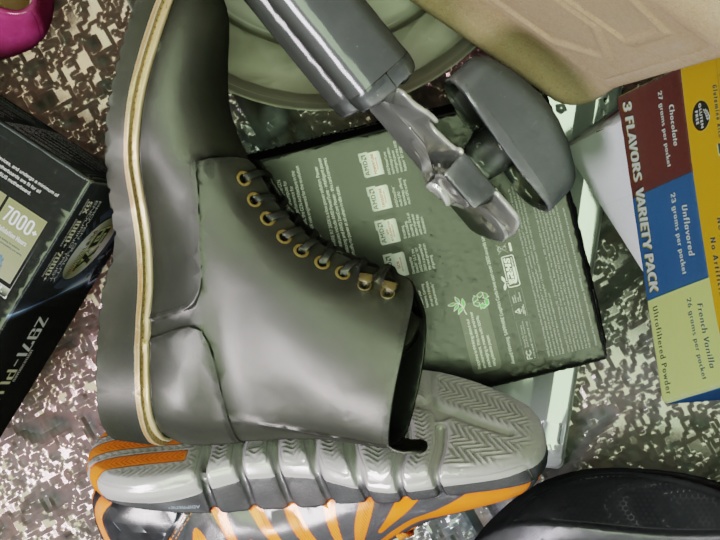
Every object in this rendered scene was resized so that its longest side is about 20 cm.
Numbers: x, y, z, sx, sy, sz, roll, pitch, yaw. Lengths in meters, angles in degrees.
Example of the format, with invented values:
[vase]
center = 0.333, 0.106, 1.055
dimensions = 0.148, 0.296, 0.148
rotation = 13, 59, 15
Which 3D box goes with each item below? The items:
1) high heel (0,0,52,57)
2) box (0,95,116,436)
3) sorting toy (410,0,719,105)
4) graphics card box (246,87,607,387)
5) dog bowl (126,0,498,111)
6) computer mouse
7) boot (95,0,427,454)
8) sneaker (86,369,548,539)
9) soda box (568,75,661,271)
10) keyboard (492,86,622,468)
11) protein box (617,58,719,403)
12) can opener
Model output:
[high heel]
center = -0.214, -0.165, 1.277
dimensions = 0.200, 0.096, 0.067
rotation = 35, 78, -9
[box]
center = -0.223, -0.020, 1.286
dimensions = 0.200, 0.086, 0.164
rotation = 32, 95, 12
[sorting toy]
center = 0.054, -0.138, 1.185
dimensions = 0.185, 0.200, 0.036
rotation = 34, 78, -9
[graphics card box]
center = 0.000, 0.000, 1.324
dimensions = 0.200, 0.051, 0.126
rotation = -14, 95, 6
[dog bowl]
center = -0.018, -0.171, 1.306
dimensions = 0.200, 0.059, 0.200
rotation = 0, 96, -1
[computer mouse]
center = 0.147, 0.126, 1.327
dimensions = 0.200, 0.139, 0.053
rotation = 4, 52, 8
[boot]
center = -0.031, -0.023, 1.245
dimensions = 0.138, 0.077, 0.200
rotation = 5, 100, 18
[sneaker]
center = -0.013, 0.110, 1.299
dimensions = 0.200, 0.078, 0.112
rotation = -4, 123, 12
[soda box]
center = 0.179, 0.005, 1.311
dimensions = 0.068, 0.064, 0.200
rotation = -36, 95, -30
[keyboard]
center = 0.079, -0.012, 1.349
dimensions = 0.056, 0.011, 0.200
rotation = 9, 96, 4
[protein box]
center = 0.246, -0.033, 1.203
dimensions = 0.198, 0.200, 0.135
rotation = -3, 79, -29
[can opener]
center = 0.011, -0.097, 1.257
dimensions = 0.067, 0.053, 0.200
rotation = -42, 100, -15
